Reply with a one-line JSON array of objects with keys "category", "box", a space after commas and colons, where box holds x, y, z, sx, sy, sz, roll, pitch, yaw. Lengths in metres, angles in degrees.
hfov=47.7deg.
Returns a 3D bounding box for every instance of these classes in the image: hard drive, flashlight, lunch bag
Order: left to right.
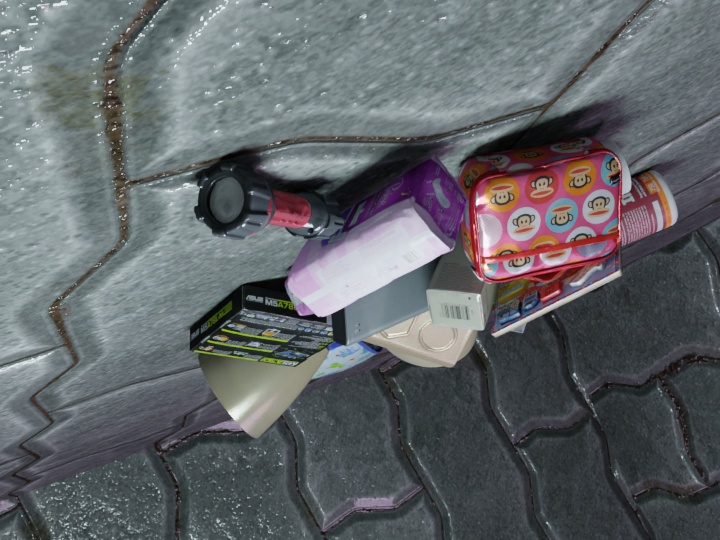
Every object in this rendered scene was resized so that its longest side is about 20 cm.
[{"category": "flashlight", "box": [-0.078, -0.059, 0.793, 0.068, 0.068, 0.200, -28, 166, 22]}, {"category": "lunch bag", "box": [-0.062, 0.149, 1.650, 0.169, 0.128, 0.200, -24, 179, 11]}, {"category": "hard drive", "box": [0.040, 0.006, 1.125, 0.199, 0.141, 0.033, -20, -156, -41]}, {"category": "lunch bag", "box": [0.223, -0.065, 1.018, 0.198, 0.178, 0.082, -12, -152, -6]}]

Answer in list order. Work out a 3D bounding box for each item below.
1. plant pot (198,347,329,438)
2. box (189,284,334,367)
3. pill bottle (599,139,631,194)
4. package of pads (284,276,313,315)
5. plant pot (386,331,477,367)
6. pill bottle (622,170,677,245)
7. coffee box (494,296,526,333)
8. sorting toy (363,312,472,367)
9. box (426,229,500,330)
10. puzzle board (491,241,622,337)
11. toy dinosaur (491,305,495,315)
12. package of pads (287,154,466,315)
[{"category": "plant pot", "box": [-0.161, 0.171, 1.493, 0.199, 0.188, 0.187, -35, 169, -2]}, {"category": "box", "box": [-0.140, 0.092, 1.278, 0.198, 0.048, 0.193, 12, 152, -31]}, {"category": "pill bottle", "box": [0.258, -0.105, 1.106, 0.198, 0.110, 0.109, -22, 169, 2]}, {"category": "package of pads", "box": [0.000, 0.000, 1.195, 0.199, 0.076, 0.120, -12, 165, -43]}, {"category": "plant pot", "box": [0.127, 0.050, 1.455, 0.199, 0.201, 0.135, -17, 145, -23]}, {"category": "pill bottle", "box": [0.485, -0.102, 1.546, 0.198, 0.114, 0.113, -23, 169, 4]}, {"category": "coffee box", "box": [0.251, -0.004, 1.322, 0.044, 0.124, 0.200, 12, -153, -4]}, {"category": "sorting toy", "box": [0.106, 0.061, 1.350, 0.183, 0.037, 0.201, 18, 122, -11]}, {"category": "box", "box": [0.162, -0.007, 1.174, 0.081, 0.069, 0.201, 6, -139, 24]}, {"category": "puzzle board", "box": [0.265, -0.002, 1.114, 0.199, 0.017, 0.151, -31, -155, 33]}, {"category": "toy dinosaur", "box": [0.221, 0.026, 1.528, 0.198, 0.106, 0.181, -9, 158, 29]}, {"category": "package of pads", "box": [0.017, -0.036, 0.920, 0.199, 0.076, 0.121, -29, -156, 33]}]
